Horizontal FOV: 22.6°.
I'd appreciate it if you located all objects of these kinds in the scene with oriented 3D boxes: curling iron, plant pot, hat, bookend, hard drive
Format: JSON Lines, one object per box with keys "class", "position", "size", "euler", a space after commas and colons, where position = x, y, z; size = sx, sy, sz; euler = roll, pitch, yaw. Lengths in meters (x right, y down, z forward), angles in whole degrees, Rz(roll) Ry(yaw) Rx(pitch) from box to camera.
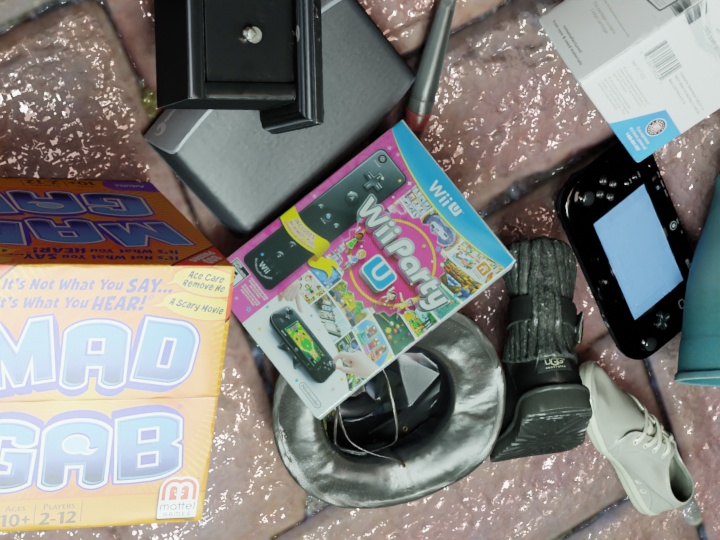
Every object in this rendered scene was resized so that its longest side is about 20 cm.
{"class": "curling iron", "position": [0.056, -0.130, 1.479], "size": [0.049, 0.026, 0.200], "euler": [-2, 111, -25]}
{"class": "plant pot", "position": [0.376, 0.006, 1.579], "size": [0.200, 0.200, 0.188], "euler": [4, 84, -26]}
{"class": "hat", "position": [0.019, 0.104, 1.523], "size": [0.200, 0.081, 0.201], "euler": [-3, 107, -9]}
{"class": "bookend", "position": [-0.136, -0.202, 1.292], "size": [0.200, 0.092, 0.199], "euler": [-1, 90, -24]}
{"class": "hard drive", "position": [-0.057, -0.127, 1.419], "size": [0.200, 0.042, 0.135], "euler": [-43, 120, -4]}

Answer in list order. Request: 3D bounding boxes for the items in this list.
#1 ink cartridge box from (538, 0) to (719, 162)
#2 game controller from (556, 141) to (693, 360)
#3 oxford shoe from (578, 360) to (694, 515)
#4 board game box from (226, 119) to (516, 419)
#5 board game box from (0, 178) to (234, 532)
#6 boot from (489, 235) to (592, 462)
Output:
{"class": "ink cartridge box", "position": [0.268, -0.199, 1.459], "size": [0.200, 0.086, 0.146], "euler": [-35, 146, 10]}
{"class": "game controller", "position": [0.242, -0.018, 1.598], "size": [0.104, 0.042, 0.200], "euler": [-33, 120, -10]}
{"class": "oxford shoe", "position": [0.251, 0.150, 1.643], "size": [0.200, 0.058, 0.075], "euler": [55, 38, -35]}
{"class": "board game box", "position": [0.000, 0.000, 1.432], "size": [0.200, 0.064, 0.148], "euler": [-39, 84, -2]}
{"class": "board game box", "position": [-0.228, 0.056, 1.320], "size": [0.200, 0.200, 0.200], "euler": [1, 109, -25]}
{"class": "boot", "position": [0.151, 0.072, 1.564], "size": [0.079, 0.211, 0.158], "euler": [-4, 69, -11]}
